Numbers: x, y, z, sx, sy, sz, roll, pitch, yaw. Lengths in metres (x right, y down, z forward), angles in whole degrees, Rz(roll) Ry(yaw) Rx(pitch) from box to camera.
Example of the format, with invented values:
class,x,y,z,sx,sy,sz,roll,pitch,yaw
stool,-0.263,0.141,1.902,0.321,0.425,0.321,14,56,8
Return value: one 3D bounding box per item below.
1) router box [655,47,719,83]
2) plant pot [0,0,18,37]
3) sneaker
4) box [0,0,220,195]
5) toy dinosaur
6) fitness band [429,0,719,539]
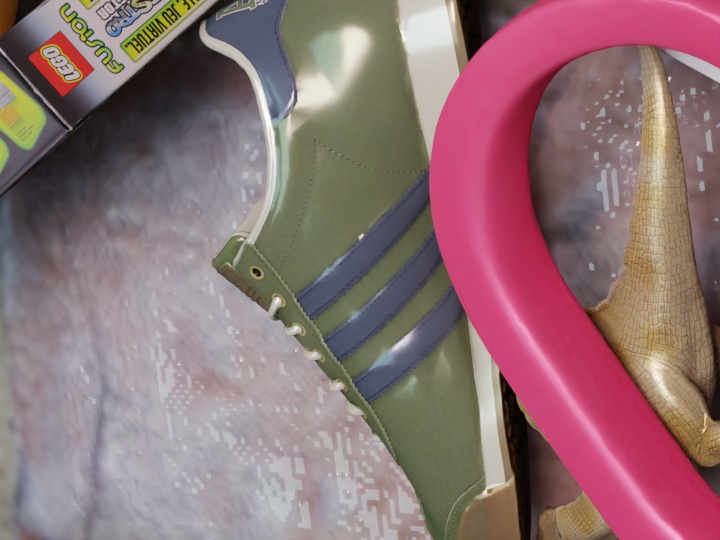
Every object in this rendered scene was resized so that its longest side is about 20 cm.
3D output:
class,x,y,z,sx,sy,sz,roll,pitch,yaw
router box,0.118,-0.156,0.819,0.179,0.049,0.200,32,119,27
plant pot,-0.200,-0.181,0.979,0.200,0.200,0.184,13,93,34
sneaker,0.000,0.000,0.910,0.090,0.067,0.201,-6,106,8
box,-0.114,-0.049,0.953,0.035,0.110,0.200,48,143,-6
toy dinosaur,0.094,0.033,0.860,0.101,0.058,0.200,18,127,15
fitness band,0.100,0.012,0.798,0.200,0.037,0.144,56,137,2
